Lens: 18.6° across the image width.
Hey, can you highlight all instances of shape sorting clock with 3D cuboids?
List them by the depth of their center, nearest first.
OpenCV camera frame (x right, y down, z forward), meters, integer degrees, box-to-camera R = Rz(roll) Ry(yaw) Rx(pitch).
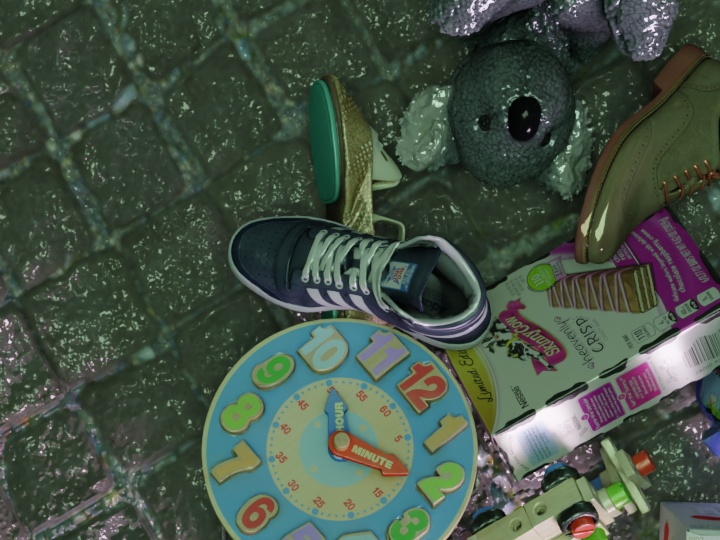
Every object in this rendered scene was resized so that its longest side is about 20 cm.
[{"bbox_3d":[-0.015,0.128,1.574,0.198,0.039,0.202,1,65,-2],"label":"shape sorting clock"}]

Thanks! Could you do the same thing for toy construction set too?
[{"bbox_3d":[0.139,0.202,1.612,0.200,0.131,0.092,-43,50,1],"label":"toy construction set"}]

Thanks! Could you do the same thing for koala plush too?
[{"bbox_3d":[0.119,-0.152,1.610,0.176,0.184,0.202,6,111,-10],"label":"koala plush"}]

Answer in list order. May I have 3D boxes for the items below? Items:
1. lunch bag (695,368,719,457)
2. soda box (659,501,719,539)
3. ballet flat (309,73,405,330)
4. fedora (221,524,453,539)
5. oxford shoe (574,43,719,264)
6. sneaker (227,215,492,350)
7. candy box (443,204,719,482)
[{"bbox_3d":[0.316,0.053,1.581,0.094,0.151,0.200,41,93,-16],"label":"lunch bag"},{"bbox_3d":[0.251,0.207,1.565,0.063,0.200,0.069,1,89,3],"label":"soda box"},{"bbox_3d":[0.000,-0.047,1.649,0.065,0.070,0.202,-4,95,-17],"label":"ballet flat"},{"bbox_3d":[-0.018,0.199,1.629,0.175,0.090,0.202,-2,90,2],"label":"fedora"},{"bbox_3d":[0.223,-0.078,1.597,0.074,0.071,0.201,27,68,21],"label":"oxford shoe"},{"bbox_3d":[0.000,0.000,1.553,0.198,0.109,0.071,17,81,4],"label":"sneaker"},{"bbox_3d":[0.166,0.046,1.601,0.199,0.137,0.061,-30,133,2],"label":"candy box"}]
